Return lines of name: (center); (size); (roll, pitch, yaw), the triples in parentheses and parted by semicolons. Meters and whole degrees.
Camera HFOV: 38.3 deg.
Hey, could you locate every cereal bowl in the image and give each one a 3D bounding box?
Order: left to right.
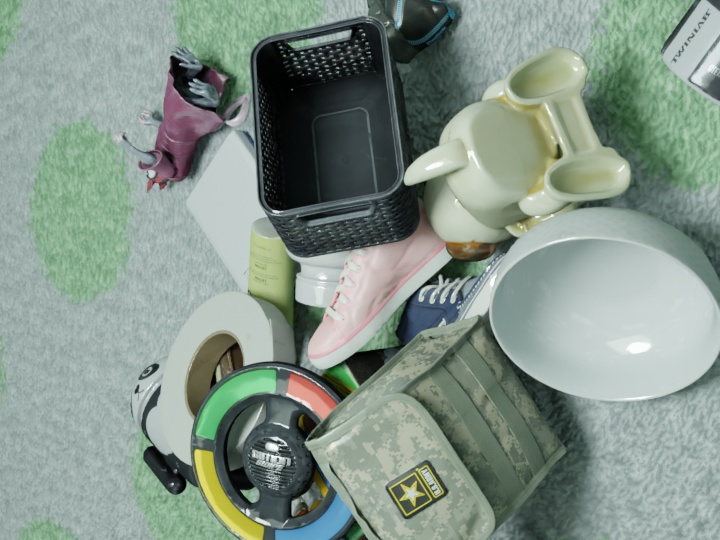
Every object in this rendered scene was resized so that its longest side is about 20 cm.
cereal bowl: (0.215, 0.020, 0.900); (0.200, 0.083, 0.200); (12, 137, 11)

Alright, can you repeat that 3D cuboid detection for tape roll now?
tape roll: (-0.151, 0.122, 1.160); (0.203, 0.037, 0.203); (-21, 59, 39)

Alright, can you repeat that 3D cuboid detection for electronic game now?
electronic game: (-0.083, 0.190, 1.044); (0.200, 0.042, 0.201); (3, 98, 22)

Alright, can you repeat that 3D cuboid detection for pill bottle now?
pill bottle: (-0.024, -0.064, 1.119); (0.111, 0.111, 0.201); (11, 101, 40)
pill bottle: (0.332, -0.223, 0.799); (0.106, 0.106, 0.200); (47, 122, 28)

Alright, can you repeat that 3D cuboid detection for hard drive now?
hard drive: (-0.131, -0.054, 1.270); (0.132, 0.025, 0.200); (-51, 62, 32)

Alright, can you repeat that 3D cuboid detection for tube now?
tube: (-0.105, 0.035, 1.209); (0.058, 0.052, 0.200); (-120, 30, -52)

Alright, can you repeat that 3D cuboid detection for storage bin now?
storage bin: (-0.025, -0.127, 0.988); (0.135, 0.094, 0.200); (-10, 63, 9)

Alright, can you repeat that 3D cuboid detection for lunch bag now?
lunch bag: (0.064, 0.163, 0.937); (0.164, 0.200, 0.118); (57, 146, -8)

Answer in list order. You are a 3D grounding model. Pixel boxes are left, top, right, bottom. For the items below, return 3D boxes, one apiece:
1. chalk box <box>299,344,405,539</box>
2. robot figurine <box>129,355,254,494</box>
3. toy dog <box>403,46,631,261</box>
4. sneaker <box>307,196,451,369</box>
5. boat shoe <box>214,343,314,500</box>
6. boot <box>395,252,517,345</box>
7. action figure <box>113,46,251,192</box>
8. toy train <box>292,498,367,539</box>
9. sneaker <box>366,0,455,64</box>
chalk box: (0.034, 0.196, 1.084); (0.124, 0.125, 0.200); (-48, 63, 33)
robot figurine: (-0.199, 0.188, 1.284); (0.200, 0.150, 0.125); (37, 150, 32)
toy dog: (0.125, -0.078, 0.949); (0.140, 0.194, 0.200); (61, 163, 9)
sneaker: (0.000, 0.000, 1.045); (0.200, 0.105, 0.075); (-44, 16, -4)
boat shoe: (-0.102, 0.164, 1.204); (0.075, 0.075, 0.203); (-37, 75, 45)
boot: (0.093, 0.033, 1.023); (0.090, 0.073, 0.200); (45, 138, 20)
action figure: (-0.224, -0.176, 1.317); (0.149, 0.134, 0.200); (20, 128, -5)
toy train: (-0.045, 0.276, 1.157); (0.116, 0.085, 0.200); (-51, 17, 20)
sneaker: (0.029, -0.317, 1.090); (0.082, 0.073, 0.200); (-32, 78, 21)
